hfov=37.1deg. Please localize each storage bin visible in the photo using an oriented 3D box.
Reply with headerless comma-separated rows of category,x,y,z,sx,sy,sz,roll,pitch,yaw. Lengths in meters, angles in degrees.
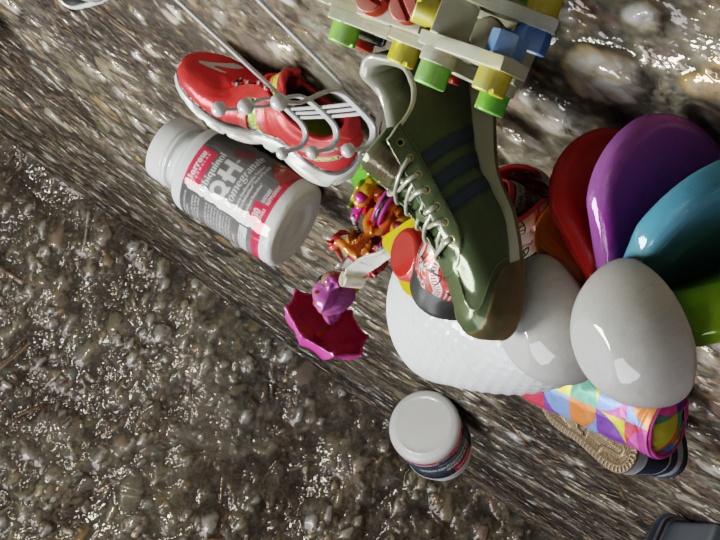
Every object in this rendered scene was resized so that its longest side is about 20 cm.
storage bin,0.526,0.458,1.574,0.199,0.146,0.134,35,159,-4

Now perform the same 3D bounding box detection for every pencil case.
pencil case,0.247,0.122,1.117,0.199,0.089,0.088,26,166,44

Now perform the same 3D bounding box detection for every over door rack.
over door rack,-0.087,-0.167,0.835,0.201,0.067,0.147,54,162,-22

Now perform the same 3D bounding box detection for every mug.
mug,0.120,0.010,0.915,0.175,0.147,0.202,4,118,57

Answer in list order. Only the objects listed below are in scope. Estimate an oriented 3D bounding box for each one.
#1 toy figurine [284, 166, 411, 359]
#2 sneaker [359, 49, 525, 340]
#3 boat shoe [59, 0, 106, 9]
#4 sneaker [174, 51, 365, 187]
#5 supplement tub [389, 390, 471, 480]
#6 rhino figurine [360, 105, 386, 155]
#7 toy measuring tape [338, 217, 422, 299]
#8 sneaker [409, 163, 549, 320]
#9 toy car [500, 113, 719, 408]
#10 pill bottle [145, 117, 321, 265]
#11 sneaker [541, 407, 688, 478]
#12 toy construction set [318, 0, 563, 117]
toy figurine,0.000,0.000,1.056,0.149,0.185,0.200,32,168,11
sneaker,0.041,-0.054,0.665,0.089,0.203,0.067,5,154,-20
boat shoe,-0.226,-0.263,0.929,0.073,0.066,0.200,38,168,-17
sneaker,-0.079,-0.158,0.976,0.198,0.077,0.085,28,149,10
supplement tub,0.142,0.327,2.091,0.139,0.141,0.200,29,167,25
rhino figurine,0.043,-0.096,0.848,0.088,0.059,0.200,55,169,0
toy measuring tape,0.040,0.003,0.874,0.073,0.074,0.199,37,146,-15
sneaker,0.139,-0.020,0.767,0.109,0.198,0.068,106,155,-46
toy car,0.176,-0.016,0.635,0.200,0.173,0.152,-173,66,-70
pill bottle,-0.154,-0.100,1.273,0.199,0.111,0.111,31,168,16
sneaker,0.285,0.167,1.210,0.107,0.071,0.200,13,-160,-29
toy construction set,0.023,-0.154,0.598,0.199,0.093,0.131,39,-165,16
